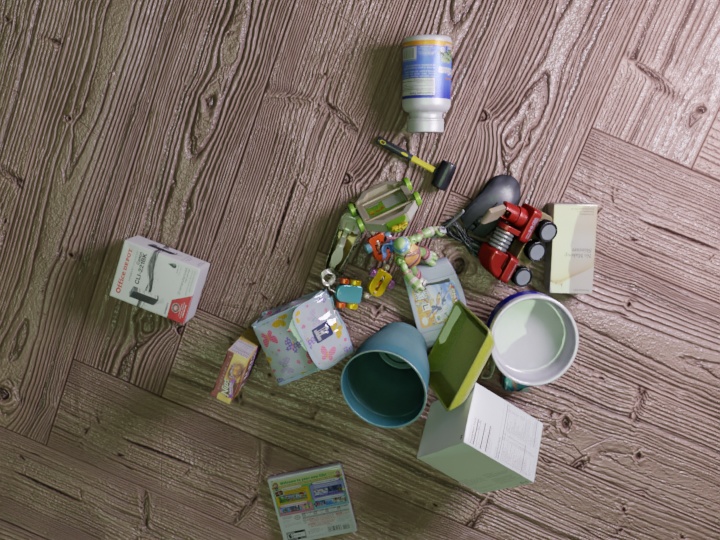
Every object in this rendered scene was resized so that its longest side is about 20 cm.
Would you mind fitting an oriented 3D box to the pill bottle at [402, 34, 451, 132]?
[{"bbox_3d":[0.147,-0.411,1.509,0.110,0.112,0.204,0,100,4],"label":"pill bottle"}]

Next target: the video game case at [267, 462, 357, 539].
[{"bbox_3d":[-0.122,0.597,1.738,0.196,0.022,0.186,-13,98,7],"label":"video game case"}]

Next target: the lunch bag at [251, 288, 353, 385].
[{"bbox_3d":[-0.133,0.153,1.610,0.197,0.127,0.172,-21,100,12],"label":"lunch bag"}]

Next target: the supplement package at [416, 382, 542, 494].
[{"bbox_3d":[0.271,0.388,1.549,0.198,0.149,0.191,32,144,-15],"label":"supplement package"}]

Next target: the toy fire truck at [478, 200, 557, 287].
[{"bbox_3d":[0.318,-0.073,1.508,0.197,0.129,0.178,23,104,-21],"label":"toy fire truck"}]

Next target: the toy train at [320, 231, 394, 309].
[{"bbox_3d":[0.000,0.000,1.603,0.198,0.056,0.152,-33,108,-13],"label":"toy train"}]

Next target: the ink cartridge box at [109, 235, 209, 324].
[{"bbox_3d":[-0.485,0.021,1.642,0.197,0.084,0.147,21,101,2],"label":"ink cartridge box"}]

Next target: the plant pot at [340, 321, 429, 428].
[{"bbox_3d":[0.074,0.223,1.564,0.196,0.188,0.204,7,116,14],"label":"plant pot"}]

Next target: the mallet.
[{"bbox_3d":[0.131,-0.265,1.574,0.199,0.041,0.066,36,101,2],"label":"mallet"}]

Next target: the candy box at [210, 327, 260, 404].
[{"bbox_3d":[-0.285,0.221,1.600,0.056,0.200,0.118,24,101,1],"label":"candy box"}]

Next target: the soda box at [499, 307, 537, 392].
[{"bbox_3d":[0.373,0.180,1.606,0.062,0.068,0.204,3,98,3],"label":"soda box"}]

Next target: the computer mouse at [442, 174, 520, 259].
[{"bbox_3d":[0.297,-0.131,1.572,0.138,0.053,0.201,38,100,-1],"label":"computer mouse"}]

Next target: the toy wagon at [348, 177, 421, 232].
[{"bbox_3d":[0.061,-0.134,1.520,0.153,0.201,0.040,-25,128,0],"label":"toy wagon"}]

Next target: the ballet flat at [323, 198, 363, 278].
[{"bbox_3d":[-0.036,-0.070,1.596,0.067,0.075,0.203,23,100,4],"label":"ballet flat"}]

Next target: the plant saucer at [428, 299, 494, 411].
[{"bbox_3d":[0.227,0.193,1.533,0.047,0.200,0.203,22,101,-18],"label":"plant saucer"}]

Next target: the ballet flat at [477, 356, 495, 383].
[{"bbox_3d":[0.280,0.254,1.637,0.071,0.068,0.203,23,97,-19],"label":"ballet flat"}]

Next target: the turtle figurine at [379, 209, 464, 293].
[{"bbox_3d":[0.151,-0.018,1.498,0.196,0.194,0.147,-13,74,9],"label":"turtle figurine"}]

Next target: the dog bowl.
[{"bbox_3d":[0.382,0.150,1.527,0.196,0.079,0.205,0,98,2],"label":"dog bowl"}]

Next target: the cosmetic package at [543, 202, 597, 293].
[{"bbox_3d":[0.481,-0.053,1.561,0.101,0.073,0.204,0,98,4],"label":"cosmetic package"}]

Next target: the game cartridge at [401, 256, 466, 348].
[{"bbox_3d":[0.185,0.076,1.624,0.131,0.042,0.204,-14,98,11],"label":"game cartridge"}]
